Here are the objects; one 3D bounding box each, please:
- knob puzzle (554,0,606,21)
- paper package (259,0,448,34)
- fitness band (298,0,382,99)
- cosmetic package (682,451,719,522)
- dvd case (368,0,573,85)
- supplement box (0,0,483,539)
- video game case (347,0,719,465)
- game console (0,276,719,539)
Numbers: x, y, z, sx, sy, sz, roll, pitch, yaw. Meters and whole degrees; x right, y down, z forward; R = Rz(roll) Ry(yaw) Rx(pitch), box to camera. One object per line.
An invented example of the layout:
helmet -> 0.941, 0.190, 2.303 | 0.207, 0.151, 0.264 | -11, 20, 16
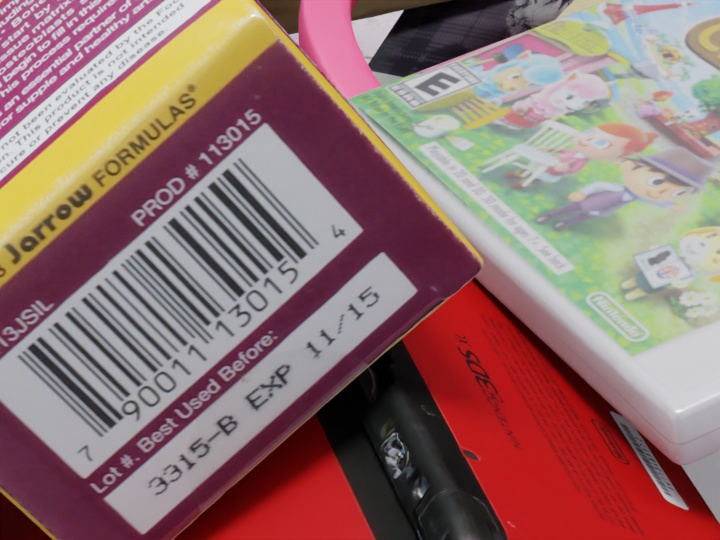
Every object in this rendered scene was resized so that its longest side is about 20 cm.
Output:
knob puzzle -> 0.145, -0.063, 0.970 | 0.220, 0.030, 0.220 | -10, 37, 7
paper package -> -0.022, -0.194, 1.096 | 0.191, 0.200, 0.103 | -10, 50, 19
fitness band -> 0.065, -0.053, 1.013 | 0.144, 0.037, 0.200 | -24, 59, -26
cosmetic package -> 0.186, 0.033, 0.936 | 0.083, 0.200, 0.051 | 57, 5, -22
dvd case -> 0.098, -0.122, 1.123 | 0.149, 0.200, 0.016 | 15, -27, 41
supplement box -> -0.076, -0.030, 0.799 | 0.103, 0.131, 0.200 | 47, 3, -33
video game case -> 0.116, -0.032, 0.880 | 0.182, 0.022, 0.200 | -22, 36, -19
game console -> -0.002, 0.075, 0.803 | 0.172, 0.119, 0.200 | 24, 19, -26
